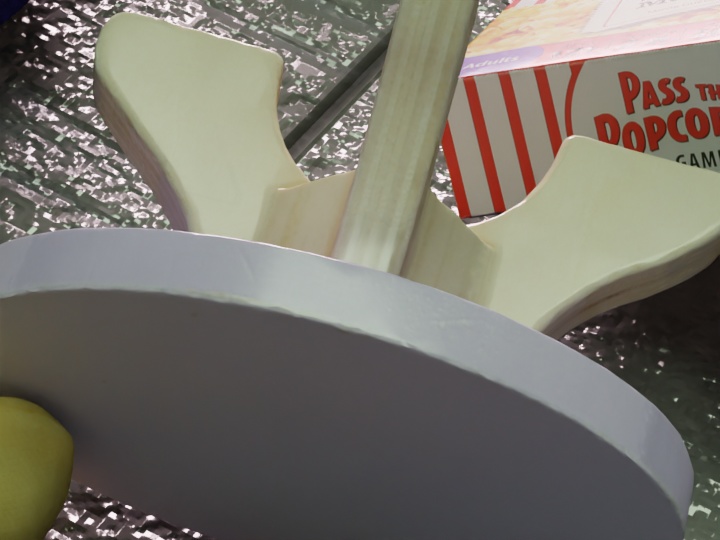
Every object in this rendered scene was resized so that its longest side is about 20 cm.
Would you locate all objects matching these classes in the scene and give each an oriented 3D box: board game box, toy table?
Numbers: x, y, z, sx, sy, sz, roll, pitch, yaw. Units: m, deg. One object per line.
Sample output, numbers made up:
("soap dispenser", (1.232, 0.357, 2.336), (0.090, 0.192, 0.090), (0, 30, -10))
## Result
("board game box", (0.126, -0.079, 0.882), (0.151, 0.047, 0.200), (-7, 19, 24))
("toy table", (0.000, 0.000, 0.762), (0.199, 0.184, 0.118), (22, 57, -7))

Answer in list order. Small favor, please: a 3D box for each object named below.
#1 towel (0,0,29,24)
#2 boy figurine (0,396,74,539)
("towel", (-0.204, -0.103, 0.911), (0.147, 0.050, 0.200), (35, 46, 23))
("boy figurine", (-0.171, 0.069, 0.718), (0.199, 0.065, 0.124), (-15, 48, -28))
